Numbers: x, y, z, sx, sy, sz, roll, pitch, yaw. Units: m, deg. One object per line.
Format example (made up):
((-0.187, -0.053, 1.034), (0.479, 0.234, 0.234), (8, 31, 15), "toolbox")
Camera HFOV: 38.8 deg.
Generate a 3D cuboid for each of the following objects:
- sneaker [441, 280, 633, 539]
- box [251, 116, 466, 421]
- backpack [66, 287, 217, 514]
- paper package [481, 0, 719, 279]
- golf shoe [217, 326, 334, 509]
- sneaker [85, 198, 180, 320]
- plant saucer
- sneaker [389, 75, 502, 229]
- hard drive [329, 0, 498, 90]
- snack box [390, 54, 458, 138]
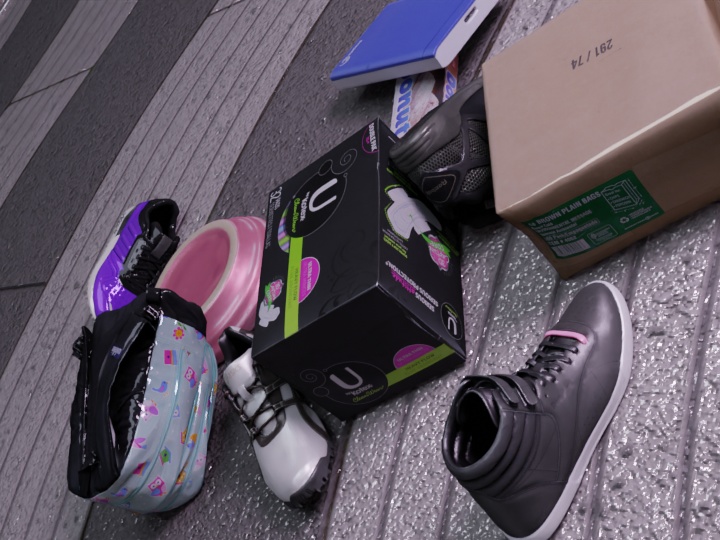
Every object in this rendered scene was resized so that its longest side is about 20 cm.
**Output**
((0.124, 0.079, 0.712), (0.070, 0.099, 0.203), (1, 59, 52), "sneaker")
((0.000, 0.000, 0.908), (0.147, 0.124, 0.203), (-30, 38, 29), "box")
((-0.218, 0.137, 1.027), (0.166, 0.125, 0.204), (-28, 51, 47), "backpack")
((0.204, -0.125, 0.797), (0.198, 0.103, 0.193), (-28, 41, 30), "paper package")
((-0.088, 0.128, 0.925), (0.078, 0.094, 0.201), (-43, 36, 10), "golf shoe")
((-0.280, -0.015, 1.301), (0.098, 0.069, 0.203), (-19, 47, 36), "sneaker")
((-0.174, 0.019, 1.162), (0.199, 0.051, 0.203), (-31, 39, 29), "plant saucer")
((0.106, -0.108, 0.935), (0.076, 0.115, 0.200), (-30, 12, 35), "sneaker")
((0.060, -0.261, 1.123), (0.133, 0.025, 0.199), (-53, 27, -20), "hard drive")
((0.064, -0.153, 1.056), (0.071, 0.024, 0.203), (-24, 43, 35), "snack box")
